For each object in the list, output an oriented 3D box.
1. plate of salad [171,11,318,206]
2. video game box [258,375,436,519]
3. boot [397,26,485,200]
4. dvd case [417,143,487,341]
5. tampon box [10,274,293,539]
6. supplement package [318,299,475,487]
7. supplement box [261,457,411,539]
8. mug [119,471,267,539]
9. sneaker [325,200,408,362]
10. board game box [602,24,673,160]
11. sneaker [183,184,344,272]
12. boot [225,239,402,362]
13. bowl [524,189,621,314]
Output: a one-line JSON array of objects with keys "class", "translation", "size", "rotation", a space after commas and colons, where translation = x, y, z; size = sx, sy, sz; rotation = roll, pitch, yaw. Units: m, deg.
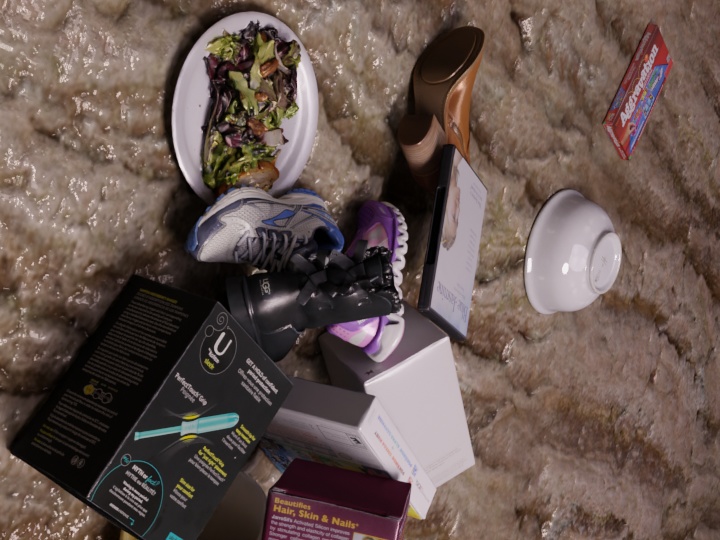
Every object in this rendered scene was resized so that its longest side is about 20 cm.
[{"class": "plate of salad", "translation": [-0.104, -0.155, 0.985], "size": [0.199, 0.048, 0.203], "rotation": [-19, 115, -45]}, {"class": "video game box", "translation": [-0.036, 0.182, 1.053], "size": [0.047, 0.198, 0.183], "rotation": [-57, 138, -30]}, {"class": "boot", "translation": [0.120, -0.185, 1.224], "size": [0.155, 0.076, 0.202], "rotation": [52, 52, -53]}, {"class": "dvd case", "translation": [0.112, -0.030, 1.172], "size": [0.143, 0.017, 0.203], "rotation": [38, 59, -61]}, {"class": "tampon box", "translation": [-0.188, 0.135, 0.915], "size": [0.201, 0.125, 0.150], "rotation": [-57, 138, -21]}, {"class": "supplement package", "translation": [0.046, 0.157, 1.182], "size": [0.119, 0.121, 0.202], "rotation": [-26, 124, -18]}, {"class": "supplement box", "translation": [-0.032, 0.304, 0.959], "size": [0.103, 0.129, 0.203], "rotation": [-34, 134, -78]}, {"class": "mug", "translation": [-0.172, 0.313, 1.003], "size": [0.185, 0.150, 0.155], "rotation": [-19, 129, -14]}, {"class": "sneaker", "translation": [0.000, 0.000, 1.103], "size": [0.087, 0.081, 0.202], "rotation": [16, 54, -19]}, {"class": "board game box", "translation": [0.465, -0.297, 1.638], "size": [0.103, 0.019, 0.202], "rotation": [42, 69, -46]}, {"class": "sneaker", "translation": [-0.087, -0.034, 0.989], "size": [0.199, 0.085, 0.077], "rotation": [-15, 144, -49]}, {"class": "boot", "translation": [-0.042, 0.036, 0.987], "size": [0.199, 0.160, 0.074], "rotation": [83, -4, -70]}, {"class": "bowl", "translation": [0.344, -0.021, 1.527], "size": [0.200, 0.090, 0.204], "rotation": [-18, 114, -46]}]
